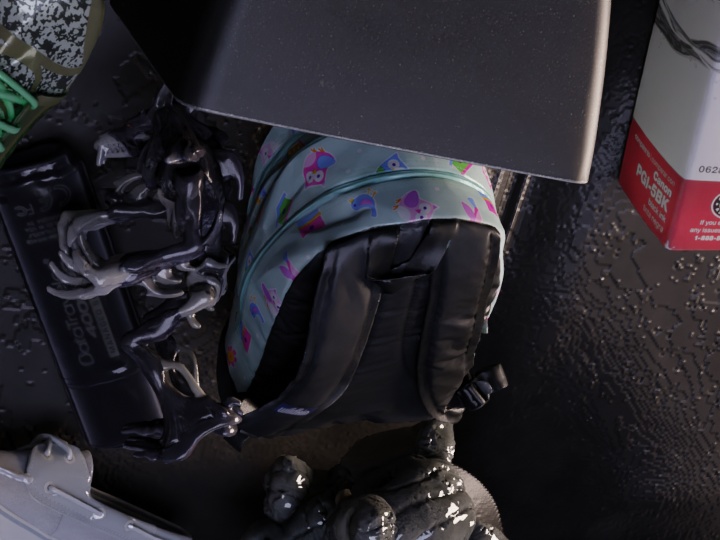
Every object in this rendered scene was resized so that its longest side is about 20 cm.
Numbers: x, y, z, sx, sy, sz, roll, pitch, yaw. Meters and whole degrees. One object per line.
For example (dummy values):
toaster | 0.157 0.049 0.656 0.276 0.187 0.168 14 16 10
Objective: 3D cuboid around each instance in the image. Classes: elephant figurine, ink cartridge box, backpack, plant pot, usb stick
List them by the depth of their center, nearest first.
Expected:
plant pot | 0.011 -0.169 0.852 0.199 0.200 0.178 10 107 -21
backpack | 0.000 0.000 0.966 0.166 0.127 0.200 -11 148 -18
ink cartridge box | 0.243 -0.116 1.006 0.146 0.083 0.201 -1 122 -15
usb stick | -0.155 0.019 1.010 0.055 0.033 0.200 -14 125 1
elephant figurine | 0.027 0.150 1.048 0.141 0.155 0.200 34 143 -14

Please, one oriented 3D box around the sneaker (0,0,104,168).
sneaker | -0.195 -0.069 0.904 0.077 0.089 0.200 34 103 -33

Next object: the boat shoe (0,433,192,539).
boat shoe | -0.181 0.133 1.057 0.200 0.072 0.069 38 84 -25

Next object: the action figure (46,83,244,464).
action figure | -0.107 -0.008 0.906 0.102 0.119 0.201 -2 99 0
